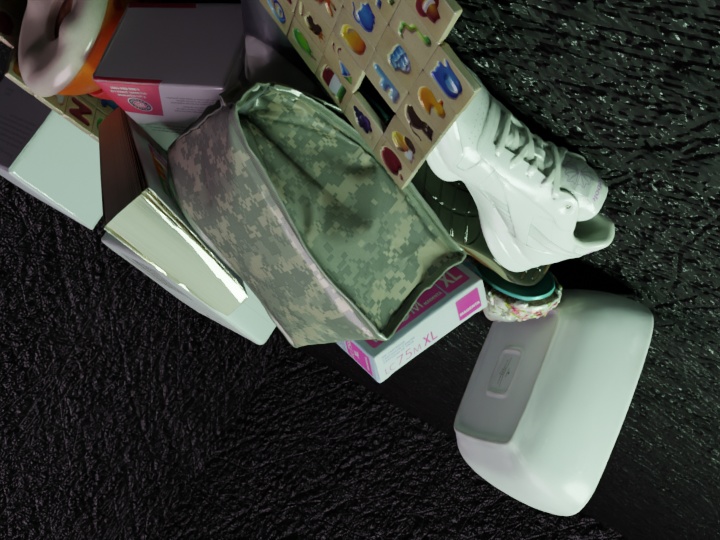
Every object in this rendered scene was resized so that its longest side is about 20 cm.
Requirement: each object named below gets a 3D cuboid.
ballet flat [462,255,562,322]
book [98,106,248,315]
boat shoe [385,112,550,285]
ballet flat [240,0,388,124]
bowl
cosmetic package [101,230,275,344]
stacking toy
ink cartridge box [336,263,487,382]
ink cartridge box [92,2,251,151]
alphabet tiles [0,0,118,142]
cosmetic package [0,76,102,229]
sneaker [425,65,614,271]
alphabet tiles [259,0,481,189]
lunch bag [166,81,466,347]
[{"bbox_3d":[0.117,0.007,0.992,0.200,0.075,0.064,-134,33,-56],"label":"ballet flat"},{"bbox_3d":[-0.166,-0.055,0.960,0.134,0.048,0.200,46,-172,-32],"label":"book"},{"bbox_3d":[0.077,-0.055,0.880,0.200,0.076,0.074,42,171,-37],"label":"boat shoe"},{"bbox_3d":[-0.043,-0.144,0.850,0.073,0.073,0.200,26,168,39],"label":"ballet flat"},{"bbox_3d":[0.158,0.102,0.981,0.074,0.201,0.200,26,173,-16],"label":"bowl"},{"bbox_3d":[-0.150,-0.056,1.260,0.165,0.200,0.165,22,165,50],"label":"cosmetic package"},{"bbox_3d":[-0.199,-0.205,1.019,0.200,0.147,0.146,16,-176,-40],"label":"stacking toy"},{"bbox_3d":[0.000,0.000,0.964,0.200,0.119,0.042,39,155,41],"label":"ink cartridge box"},{"bbox_3d":[-0.107,-0.138,0.956,0.144,0.085,0.200,9,158,31],"label":"ink cartridge box"},{"bbox_3d":[-0.277,-0.214,1.080,0.006,0.167,0.200,-22,139,31],"label":"alphabet tiles"},{"bbox_3d":[-0.328,-0.176,1.253,0.123,0.200,0.199,41,170,-37],"label":"cosmetic package"},{"bbox_3d":[0.108,-0.076,0.744,0.099,0.075,0.200,-5,144,34],"label":"sneaker"},{"bbox_3d":[0.001,-0.148,0.666,0.167,0.008,0.200,54,161,5],"label":"alphabet tiles"},{"bbox_3d":[-0.047,-0.049,0.823,0.200,0.118,0.164,50,156,-13],"label":"lunch bag"}]
